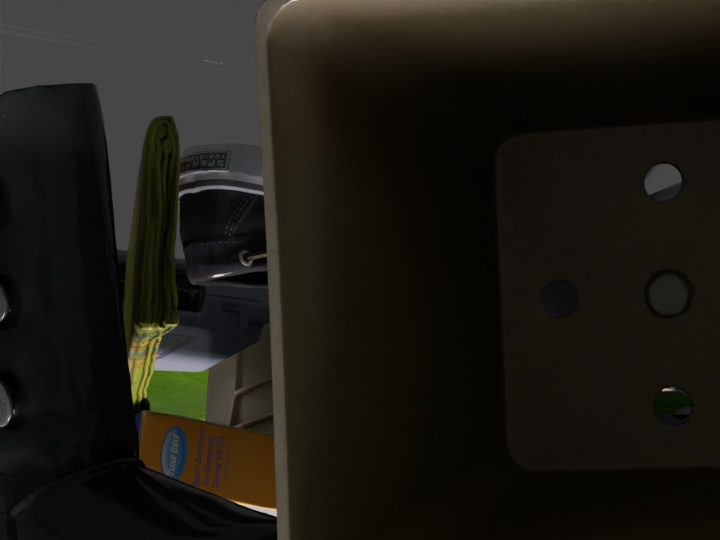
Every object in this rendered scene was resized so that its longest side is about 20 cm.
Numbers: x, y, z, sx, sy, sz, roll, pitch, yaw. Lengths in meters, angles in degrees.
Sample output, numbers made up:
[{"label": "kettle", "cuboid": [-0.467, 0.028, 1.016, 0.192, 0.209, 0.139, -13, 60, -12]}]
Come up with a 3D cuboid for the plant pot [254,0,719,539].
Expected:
[{"label": "plant pot", "cuboid": [0.090, 0.008, 0.684, 0.198, 0.202, 0.177, -3, 180, 17]}]

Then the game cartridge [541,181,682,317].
[{"label": "game cartridge", "cuboid": [0.069, 0.024, 0.871, 0.199, 0.042, 0.133, -26, 163, -5]}]

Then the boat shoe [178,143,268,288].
[{"label": "boat shoe", "cuboid": [0.000, 0.000, 0.877, 0.070, 0.067, 0.199, -9, 162, 39]}]

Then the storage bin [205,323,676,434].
[{"label": "storage bin", "cuboid": [0.038, 0.070, 1.088, 0.199, 0.094, 0.198, 10, 164, -25]}]

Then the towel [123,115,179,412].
[{"label": "towel", "cuboid": [-0.090, 0.005, 0.870, 0.018, 0.087, 0.200, 4, 166, -8]}]

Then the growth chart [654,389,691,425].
[{"label": "growth chart", "cuboid": [0.115, 0.080, 0.791, 0.144, 0.018, 0.200, -6, -166, 9]}]

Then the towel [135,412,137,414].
[{"label": "towel", "cuboid": [-0.223, 0.063, 1.189, 0.111, 0.049, 0.200, -7, 163, 35]}]

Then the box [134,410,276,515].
[{"label": "box", "cuboid": [-0.056, 0.107, 0.996, 0.199, 0.042, 0.119, 15, 161, -22]}]

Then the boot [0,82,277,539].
[{"label": "boot", "cuboid": [-0.092, 0.029, 0.739, 0.164, 0.201, 0.065, -11, 169, 33]}]

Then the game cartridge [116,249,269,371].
[{"label": "game cartridge", "cuboid": [-0.157, 0.018, 1.032, 0.199, 0.041, 0.133, 8, 161, -22]}]
